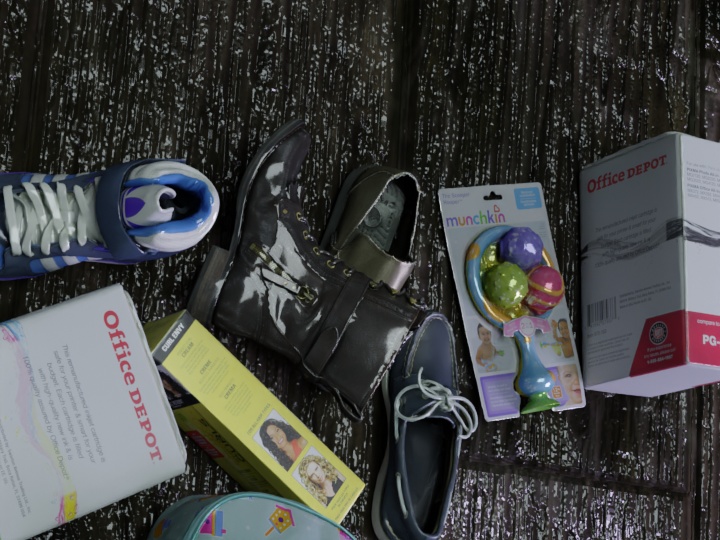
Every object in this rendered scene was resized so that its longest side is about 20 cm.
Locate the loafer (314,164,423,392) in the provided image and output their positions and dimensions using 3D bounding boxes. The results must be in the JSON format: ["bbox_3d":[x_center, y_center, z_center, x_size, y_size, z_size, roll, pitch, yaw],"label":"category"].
[{"bbox_3d":[0.000,0.000,1.541,0.075,0.069,0.202,24,67,-26],"label":"loafer"}]

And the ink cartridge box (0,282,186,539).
[{"bbox_3d":[-0.240,0.110,1.354,0.199,0.087,0.147,-20,91,-33],"label":"ink cartridge box"}]

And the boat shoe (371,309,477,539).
[{"bbox_3d":[0.052,0.125,1.551,0.074,0.062,0.202,22,68,-25],"label":"boat shoe"}]

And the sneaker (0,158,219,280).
[{"bbox_3d":[-0.199,-0.044,1.378,0.198,0.146,0.082,-1,79,-33],"label":"sneaker"}]

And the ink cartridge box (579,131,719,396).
[{"bbox_3d":[0.263,-0.003,1.664,0.083,0.145,0.202,9,75,-29],"label":"ink cartridge box"}]

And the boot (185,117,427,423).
[{"bbox_3d":[-0.027,-0.001,1.491,0.173,0.069,0.202,24,76,1],"label":"boot"}]

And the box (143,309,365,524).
[{"bbox_3d":[-0.091,0.117,1.456,0.200,0.075,0.050,46,62,-17],"label":"box"}]

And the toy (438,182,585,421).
[{"bbox_3d":[0.140,0.021,1.639,0.114,0.047,0.202,-5,82,-35],"label":"toy"}]

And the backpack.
[{"bbox_3d":[-0.082,0.259,1.385,0.174,0.153,0.202,22,66,-22],"label":"backpack"}]
